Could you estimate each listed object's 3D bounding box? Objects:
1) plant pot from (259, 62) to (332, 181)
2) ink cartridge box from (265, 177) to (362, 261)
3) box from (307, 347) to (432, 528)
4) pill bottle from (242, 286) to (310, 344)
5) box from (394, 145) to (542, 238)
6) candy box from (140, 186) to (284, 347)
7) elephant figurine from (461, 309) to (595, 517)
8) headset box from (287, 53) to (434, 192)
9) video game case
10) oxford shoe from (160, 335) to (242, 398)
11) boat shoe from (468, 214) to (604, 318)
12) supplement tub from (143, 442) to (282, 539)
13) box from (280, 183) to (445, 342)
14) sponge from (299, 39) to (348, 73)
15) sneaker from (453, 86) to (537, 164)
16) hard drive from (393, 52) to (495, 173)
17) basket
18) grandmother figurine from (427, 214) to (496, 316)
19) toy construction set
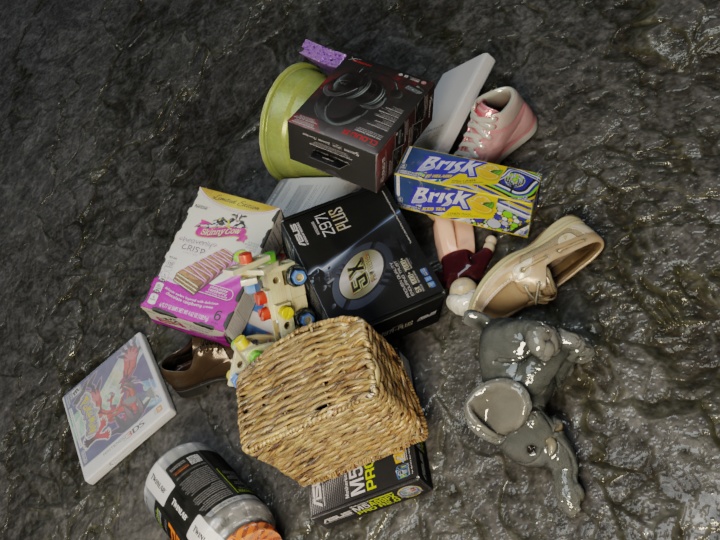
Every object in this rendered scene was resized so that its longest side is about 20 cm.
[{"bbox_3d":[-0.033,-0.224,1.454,0.183,0.201,0.202,17,68,29],"label":"plant pot"},{"bbox_3d":[-0.090,-0.048,1.404,0.174,0.084,0.201,5,54,40],"label":"ink cartridge box"},{"bbox_3d":[0.003,0.220,1.184,0.159,0.044,0.201,-23,48,18],"label":"box"},{"bbox_3d":[-0.179,0.054,1.320,0.199,0.112,0.113,22,70,19],"label":"pill bottle"},{"bbox_3d":[0.150,-0.112,1.256,0.198,0.070,0.065,14,52,15],"label":"box"},{"bbox_3d":[-0.202,-0.008,1.258,0.135,0.061,0.201,15,66,16],"label":"candy box"},{"bbox_3d":[0.189,0.163,1.050,0.155,0.140,0.202,-2,70,68],"label":"elephant figurine"},{"bbox_3d":[-0.002,-0.210,1.287,0.148,0.078,0.200,23,52,19],"label":"headset box"},{"bbox_3d":[-0.405,0.224,1.479,0.182,0.023,0.200,-40,44,3],"label":"video game case"},{"bbox_3d":[-0.220,0.127,1.378,0.199,0.085,0.073,-28,42,7],"label":"oxford shoe"},{"bbox_3d":[0.228,0.008,1.166,0.200,0.071,0.065,-41,44,0],"label":"boat shoe"},{"bbox_3d":[-0.195,0.328,1.186,0.123,0.123,0.199,-50,44,-8],"label":"supplement tub"},{"bbox_3d":[0.000,0.000,1.239,0.162,0.086,0.201,-20,64,-13],"label":"box"},{"bbox_3d":[0.002,-0.317,1.475,0.111,0.199,0.030,32,97,45],"label":"sponge"},{"bbox_3d":[0.173,-0.192,1.330,0.200,0.105,0.075,-44,50,-1],"label":"sneaker"},{"bbox_3d":[0.131,-0.245,1.419,0.132,0.027,0.201,-10,49,62],"label":"hard drive"},{"bbox_3d":[-0.038,0.160,1.117,0.199,0.149,0.144,-27,50,18],"label":"basket"},{"bbox_3d":[0.135,-0.016,1.261,0.121,0.060,0.201,-31,43,24],"label":"grandmother figurine"},{"bbox_3d":[-0.126,0.054,1.174,0.130,0.202,0.092,-18,34,-24],"label":"toy construction set"}]
